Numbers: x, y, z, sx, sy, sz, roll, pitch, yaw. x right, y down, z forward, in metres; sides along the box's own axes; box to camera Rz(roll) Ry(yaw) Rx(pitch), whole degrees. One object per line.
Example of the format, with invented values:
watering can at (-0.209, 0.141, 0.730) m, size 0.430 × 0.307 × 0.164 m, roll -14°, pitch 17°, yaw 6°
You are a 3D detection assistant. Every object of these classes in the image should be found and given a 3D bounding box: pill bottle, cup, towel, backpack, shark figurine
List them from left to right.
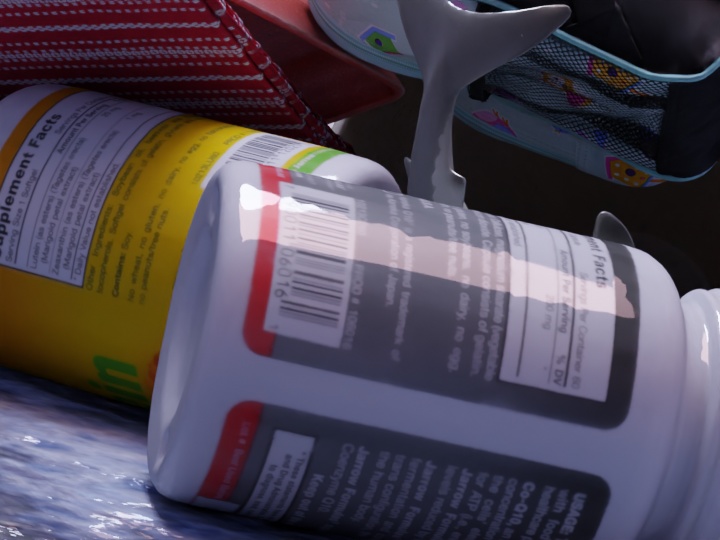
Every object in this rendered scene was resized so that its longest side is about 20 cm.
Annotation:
towel at (-0.095, -0.076, 1.154) m, size 0.144 × 0.023 × 0.200 m, roll -1°, pitch -23°, yaw 21°
pill bottle at (-0.091, -0.008, 1.121) m, size 0.199 × 0.112 × 0.111 m, roll 15°, pitch 6°, yaw 24°
pill bottle at (0.038, 0.039, 0.975) m, size 0.199 × 0.114 × 0.114 m, roll 13°, pitch 6°, yaw -10°
shark figurine at (0.043, -0.006, 1.086) m, size 0.215 × 0.128 × 0.089 m, roll 56°, pitch -14°, yaw -30°
backpack at (0.075, -0.139, 1.157) m, size 0.199 × 0.176 × 0.153 m, roll 24°, pitch -23°, yaw 7°
cup at (0.094, -0.004, 1.255) m, size 0.200 × 0.201 × 0.143 m, roll 16°, pitch -23°, yaw 23°

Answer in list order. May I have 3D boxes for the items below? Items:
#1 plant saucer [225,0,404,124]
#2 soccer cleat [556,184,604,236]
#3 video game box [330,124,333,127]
plant saucer at (-0.117, -0.093, 1.199) m, size 0.199 × 0.037 × 0.199 m, roll -18°, pitch -29°, yaw 36°
soccer cleat at (0.106, -0.012, 1.430) m, size 0.068 × 0.081 × 0.200 m, roll 45°, pitch -21°, yaw 15°
video game box at (-0.052, -0.061, 1.615) m, size 0.182 × 0.047 × 0.200 m, roll 10°, pitch 6°, yaw -25°
